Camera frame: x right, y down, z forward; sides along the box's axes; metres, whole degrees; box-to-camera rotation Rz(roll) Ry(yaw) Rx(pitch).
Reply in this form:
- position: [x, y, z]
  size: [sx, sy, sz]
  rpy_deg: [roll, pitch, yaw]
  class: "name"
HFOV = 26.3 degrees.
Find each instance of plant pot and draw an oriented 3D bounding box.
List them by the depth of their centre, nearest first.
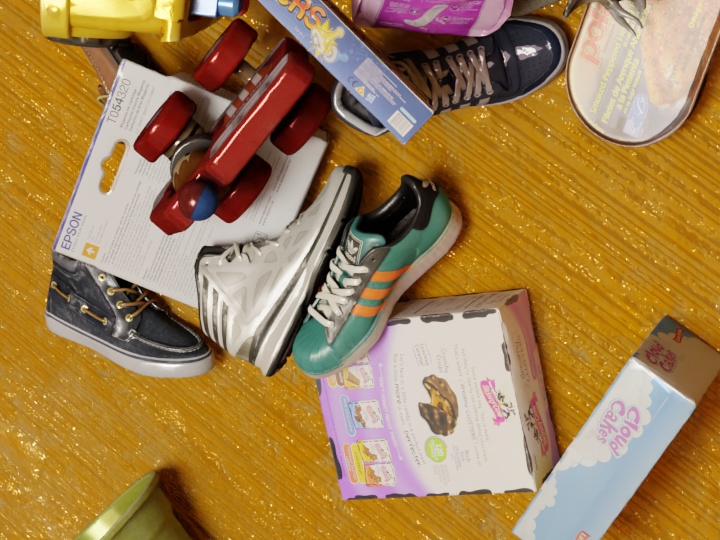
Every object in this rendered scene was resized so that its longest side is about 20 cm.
- position: [-0.214, 0.336, 1.548]
  size: [0.184, 0.201, 0.200]
  rpy_deg: [46, 120, -5]
  class: "plant pot"

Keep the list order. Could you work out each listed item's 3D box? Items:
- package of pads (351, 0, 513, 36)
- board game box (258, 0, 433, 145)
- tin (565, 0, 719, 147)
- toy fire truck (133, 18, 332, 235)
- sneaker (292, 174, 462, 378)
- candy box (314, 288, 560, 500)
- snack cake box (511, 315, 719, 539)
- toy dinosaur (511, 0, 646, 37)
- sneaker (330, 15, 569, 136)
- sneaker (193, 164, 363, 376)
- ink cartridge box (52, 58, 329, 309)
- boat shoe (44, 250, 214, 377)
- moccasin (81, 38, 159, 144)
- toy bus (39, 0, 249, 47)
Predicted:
- position: [0.049, -0.281, 1.204]
  size: [0.076, 0.119, 0.202]
  rpy_deg: [117, 152, -57]
  class: "package of pads"
- position: [-0.025, -0.183, 1.185]
  size: [0.200, 0.135, 0.034]
  rpy_deg: [44, 98, -6]
  class: "board game box"
- position: [0.235, -0.198, 1.234]
  size: [0.111, 0.042, 0.201]
  rpy_deg: [24, 114, 15]
  class: "tin"
- position: [-0.111, -0.110, 1.289]
  size: [0.112, 0.168, 0.200]
  rpy_deg: [39, 103, -13]
  class: "toy fire truck"
- position: [0.000, 0.000, 1.341]
  size: [0.200, 0.080, 0.071]
  rpy_deg: [-51, 46, -2]
  class: "sneaker"
- position: [0.065, 0.113, 1.392]
  size: [0.199, 0.071, 0.169]
  rpy_deg: [-6, 101, 29]
  class: "candy box"
- position: [0.218, 0.148, 1.299]
  size: [0.067, 0.115, 0.201]
  rpy_deg: [36, 117, 13]
  class: "snack cake box"
- position: [0.132, -0.243, 1.227]
  size: [0.199, 0.077, 0.103]
  rpy_deg: [5, 87, 38]
  class: "toy dinosaur"
- position: [0.069, -0.160, 1.288]
  size: [0.199, 0.108, 0.071]
  rpy_deg: [-9, 101, 29]
  class: "sneaker"
- position: [-0.082, -0.019, 1.371]
  size: [0.115, 0.076, 0.202]
  rpy_deg: [27, 92, 8]
  class: "sneaker"
- position: [-0.155, -0.072, 1.412]
  size: [0.199, 0.043, 0.198]
  rpy_deg: [23, 108, -7]
  class: "ink cartridge box"
- position: [-0.230, 0.037, 1.520]
  size: [0.199, 0.071, 0.092]
  rpy_deg: [18, 116, 24]
  class: "boat shoe"
- position: [-0.210, -0.140, 1.464]
  size: [0.077, 0.074, 0.202]
  rpy_deg: [-28, 100, 22]
  class: "moccasin"
- position: [-0.170, -0.263, 1.351]
  size: [0.190, 0.200, 0.137]
  rpy_deg: [8, 104, 4]
  class: "toy bus"
